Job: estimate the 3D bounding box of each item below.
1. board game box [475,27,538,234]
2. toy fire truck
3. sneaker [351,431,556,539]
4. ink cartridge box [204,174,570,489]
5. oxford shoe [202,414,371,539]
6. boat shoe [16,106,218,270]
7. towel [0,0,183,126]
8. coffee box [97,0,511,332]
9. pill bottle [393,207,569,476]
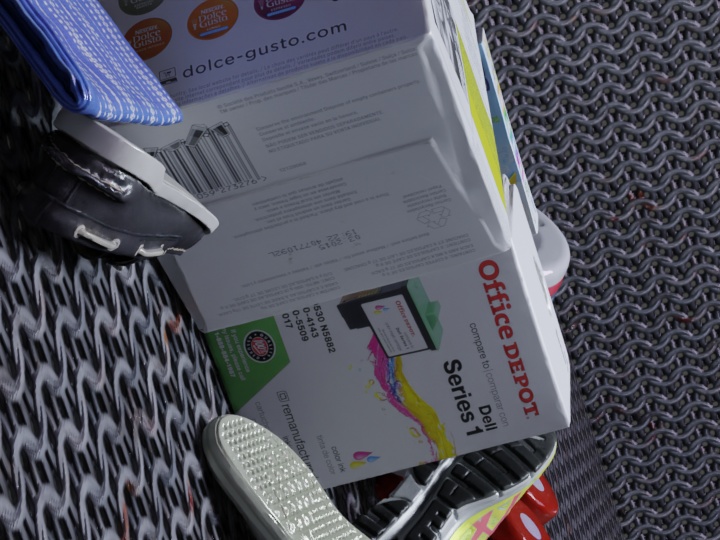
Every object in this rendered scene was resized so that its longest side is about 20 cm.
[{"bbox_3d":[0.001,-0.065,1.667,0.034,0.200,0.135,-82,155,-67],"label":"board game box"},{"bbox_3d":[0.057,0.176,2.003,0.168,0.112,0.200,47,17,-11],"label":"toy fire truck"},{"bbox_3d":[0.061,0.176,1.844,0.078,0.200,0.090,37,-28,32],"label":"sneaker"},{"bbox_3d":[0.018,0.043,1.606,0.084,0.200,0.145,-88,161,-62],"label":"ink cartridge box"},{"bbox_3d":[-0.041,0.162,1.547,0.200,0.058,0.075,50,29,-35],"label":"oxford shoe"},{"bbox_3d":[-0.123,-0.031,1.314,0.074,0.060,0.200,34,-2,8],"label":"boat shoe"},{"bbox_3d":[-0.150,-0.133,1.273,0.145,0.024,0.200,54,8,4],"label":"towel"},{"bbox_3d":[-0.039,-0.118,1.509,0.200,0.199,0.198,64,15,-51],"label":"coffee box"},{"bbox_3d":[0.064,0.048,1.893,0.120,0.119,0.200,-89,-162,-58],"label":"pill bottle"}]
